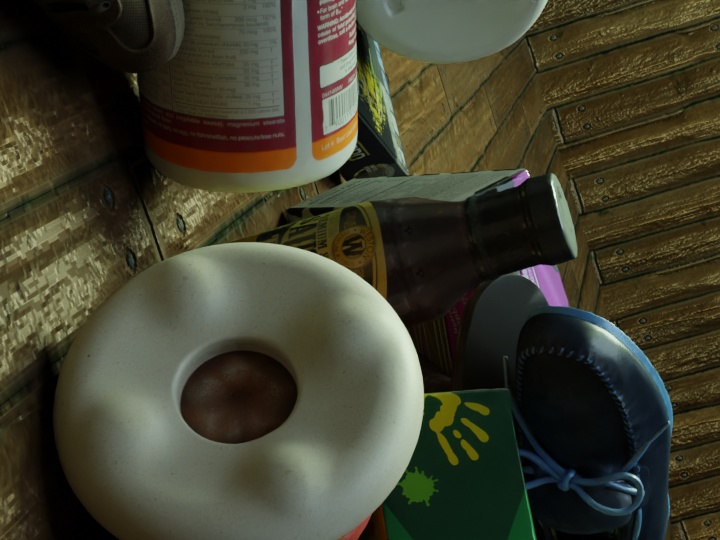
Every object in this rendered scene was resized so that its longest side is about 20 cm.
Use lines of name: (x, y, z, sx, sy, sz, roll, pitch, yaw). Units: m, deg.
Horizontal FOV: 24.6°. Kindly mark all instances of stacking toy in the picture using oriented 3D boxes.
stacking toy: (-0.045, 0.099, 0.710, 0.200, 0.145, 0.147, 87, -2, -53)

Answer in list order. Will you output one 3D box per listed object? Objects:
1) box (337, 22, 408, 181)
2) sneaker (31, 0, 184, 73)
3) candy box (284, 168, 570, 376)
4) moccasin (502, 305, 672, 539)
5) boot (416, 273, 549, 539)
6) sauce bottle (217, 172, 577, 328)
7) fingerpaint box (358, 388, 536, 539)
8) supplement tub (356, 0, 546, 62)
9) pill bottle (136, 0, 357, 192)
box: (-0.028, -0.176, 1.174, 0.161, 0.049, 0.201, 50, 26, -63)
sneaker: (-0.144, -0.145, 0.682, 0.200, 0.070, 0.076, 59, 39, -39)
candy box: (0.041, 0.015, 0.981, 0.200, 0.061, 0.137, 2, -67, 62)
moccasin: (0.115, 0.101, 0.795, 0.068, 0.080, 0.200, -59, 141, -32)
boot: (0.029, 0.050, 0.905, 0.200, 0.064, 0.187, 39, -41, 51)
sauce bottle: (0.000, 0.000, 0.767, 0.066, 0.199, 0.066, -18, 90, -76)
fingerpaint box: (0.030, 0.172, 0.782, 0.200, 0.073, 0.168, 111, -26, -60)
supplement tub: (0.054, -0.259, 1.165, 0.201, 0.144, 0.145, -96, 164, -45)
pill bottle: (-0.057, -0.147, 0.787, 0.110, 0.109, 0.201, -78, 168, -63)
